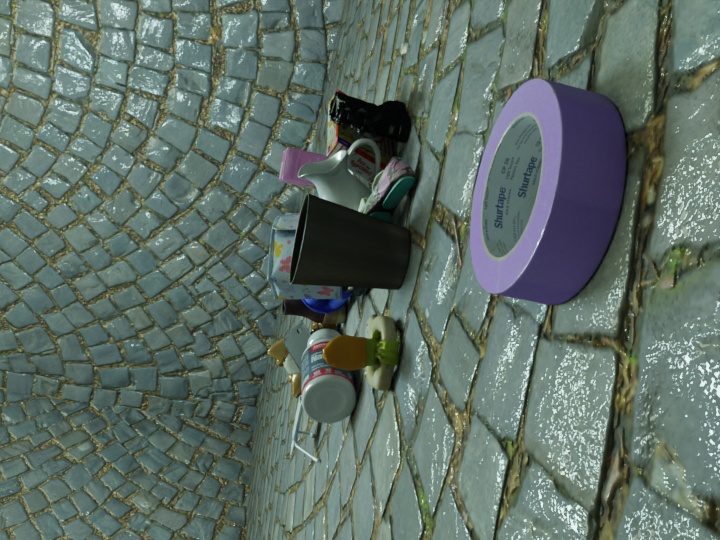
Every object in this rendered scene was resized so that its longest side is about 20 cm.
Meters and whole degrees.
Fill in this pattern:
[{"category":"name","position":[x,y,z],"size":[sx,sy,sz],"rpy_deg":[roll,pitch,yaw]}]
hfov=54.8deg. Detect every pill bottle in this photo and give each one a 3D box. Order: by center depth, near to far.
[{"category":"pill bottle","position":[-0.073,0.222,1.520],"size":[0.202,0.116,0.122],"rpy_deg":[-100,23,-60]}]

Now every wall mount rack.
[{"category":"wall mount rack","position":[-0.134,0.402,1.819],"size":[0.174,0.072,0.206],"rpy_deg":[-123,43,-79]}]

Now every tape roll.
[{"category":"tape roll","position":[0.171,-0.074,0.668],"size":[0.200,0.064,0.207],"rpy_deg":[-170,89,-80]}]

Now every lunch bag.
[{"category":"lunch bag","position":[-0.121,-0.047,1.577],"size":[0.128,0.164,0.205],"rpy_deg":[84,-172,-58]}]

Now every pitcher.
[{"category":"pitcher","position":[-0.010,-0.148,1.398],"size":[0.203,0.168,0.122],"rpy_deg":[60,-170,-24]}]

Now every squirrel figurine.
[{"category":"squirrel figurine","position":[-0.123,0.211,1.812],"size":[0.200,0.142,0.186],"rpy_deg":[-43,-11,6]}]

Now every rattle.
[{"category":"rattle","position":[-0.010,0.131,1.251],"size":[0.201,0.139,0.134],"rpy_deg":[-117,20,-63]}]

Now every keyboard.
[{"category":"keyboard","position":[-0.103,0.214,1.687],"size":[0.104,0.039,0.202],"rpy_deg":[-42,64,13]}]

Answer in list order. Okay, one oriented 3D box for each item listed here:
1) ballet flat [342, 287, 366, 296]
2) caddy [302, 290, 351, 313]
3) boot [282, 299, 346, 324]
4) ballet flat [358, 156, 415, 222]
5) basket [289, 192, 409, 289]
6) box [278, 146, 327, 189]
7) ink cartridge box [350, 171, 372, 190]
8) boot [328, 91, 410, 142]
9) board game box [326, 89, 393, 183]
[{"category":"ballet flat","position":[0.000,0.000,1.472],"size":[0.201,0.071,0.075],"rpy_deg":[122,156,-62]},{"category":"caddy","position":[-0.080,0.000,1.699],"size":[0.105,0.137,0.206],"rpy_deg":[142,137,-66]},{"category":"boot","position":[-0.117,0.051,1.775],"size":[0.203,0.161,0.074],"rpy_deg":[-93,18,-50]},{"category":"ballet flat","position":[0.035,-0.130,1.316],"size":[0.202,0.068,0.072],"rpy_deg":[-56,47,34]},{"category":"basket","position":[-0.018,-0.039,1.257],"size":[0.138,0.194,0.183],"rpy_deg":[-92,16,-45]},{"category":"box","position":[-0.146,-0.305,2.144],"size":[0.176,0.194,0.100],"rpy_deg":[-157,77,-78]},{"category":"ink cartridge box","position":[-0.005,-0.187,1.575],"size":[0.200,0.066,0.119],"rpy_deg":[155,102,-77]},{"category":"boot","position":[0.013,-0.325,1.440],"size":[0.199,0.158,0.075],"rpy_deg":[-105,30,-65]},{"category":"board game box","position":[0.000,-0.281,1.489],"size":[0.046,0.149,0.203],"rpy_deg":[-45,31,34]}]
